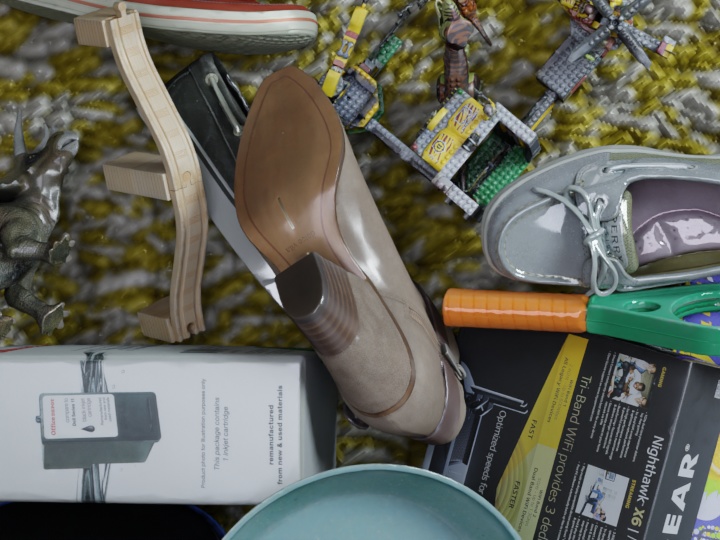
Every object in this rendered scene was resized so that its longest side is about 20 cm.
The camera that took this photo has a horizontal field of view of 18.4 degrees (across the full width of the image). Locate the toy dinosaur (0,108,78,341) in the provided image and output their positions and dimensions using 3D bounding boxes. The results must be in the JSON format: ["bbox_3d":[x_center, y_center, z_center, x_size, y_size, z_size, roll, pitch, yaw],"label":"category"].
[{"bbox_3d":[-0.229,-0.004,1.271,0.199,0.077,0.102,-32,48,-30],"label":"toy dinosaur"}]

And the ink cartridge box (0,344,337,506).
[{"bbox_3d":[-0.119,0.085,1.254,0.198,0.147,0.084,1,90,7],"label":"ink cartridge box"}]

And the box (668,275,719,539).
[{"bbox_3d":[0.205,0.067,1.259,0.070,0.064,0.202,11,89,6],"label":"box"}]

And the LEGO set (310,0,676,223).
[{"bbox_3d":[0.065,-0.122,1.250,0.200,0.116,0.154,-42,85,4],"label":"LEGO set"}]

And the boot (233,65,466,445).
[{"bbox_3d":[0.000,0.000,1.231,0.070,0.146,0.201,-24,50,23],"label":"boot"}]

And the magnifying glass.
[{"bbox_3d":[0.144,0.023,1.199,0.198,0.080,0.023,1,108,12],"label":"magnifying glass"}]

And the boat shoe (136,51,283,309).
[{"bbox_3d":[-0.049,-0.037,1.286,0.064,0.071,0.200,-38,84,5],"label":"boat shoe"}]

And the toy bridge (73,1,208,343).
[{"bbox_3d":[-0.117,-0.055,1.263,0.027,0.067,0.201,-24,113,-35],"label":"toy bridge"}]

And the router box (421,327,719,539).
[{"bbox_3d":[0.107,0.129,1.236,0.157,0.052,0.201,17,92,40],"label":"router box"}]

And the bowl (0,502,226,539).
[{"bbox_3d":[-0.161,0.181,1.231,0.199,0.201,0.040,-1,114,6],"label":"bowl"}]

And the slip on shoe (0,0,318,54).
[{"bbox_3d":[-0.119,-0.167,1.298,0.199,0.074,0.062,14,87,11],"label":"slip on shoe"}]

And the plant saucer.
[{"bbox_3d":[0.000,0.194,1.181,0.198,0.036,0.202,-3,103,-11],"label":"plant saucer"}]

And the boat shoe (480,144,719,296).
[{"bbox_3d":[0.165,-0.026,1.193,0.200,0.065,0.075,-3,105,2],"label":"boat shoe"}]
